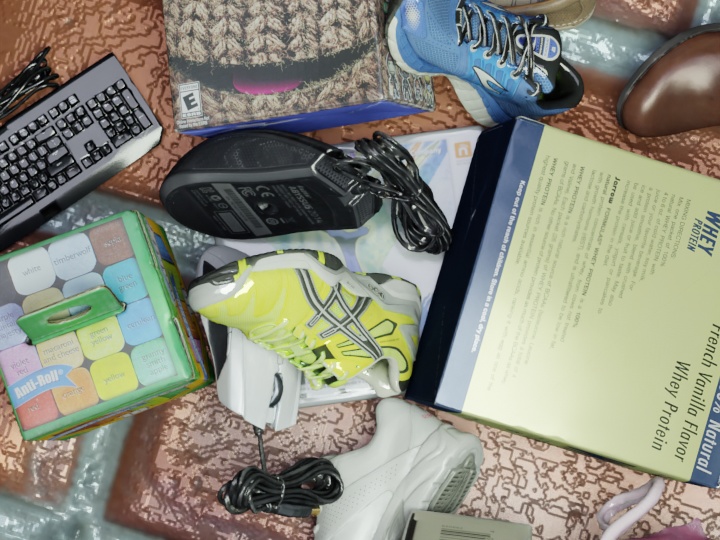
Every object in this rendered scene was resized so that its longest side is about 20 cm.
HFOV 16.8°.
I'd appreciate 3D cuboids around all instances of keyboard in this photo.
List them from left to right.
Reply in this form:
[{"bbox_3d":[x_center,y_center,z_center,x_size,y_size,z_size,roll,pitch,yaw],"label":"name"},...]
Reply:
[{"bbox_3d":[-0.247,-0.082,1.723,0.200,0.040,0.104,-35,86,-2],"label":"keyboard"}]

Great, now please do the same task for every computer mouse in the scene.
[{"bbox_3d":[-0.066,0.069,1.646,0.044,0.110,0.200,-27,66,36],"label":"computer mouse"},{"bbox_3d":[-0.040,-0.062,1.660,0.200,0.139,0.053,-1,61,22],"label":"computer mouse"}]

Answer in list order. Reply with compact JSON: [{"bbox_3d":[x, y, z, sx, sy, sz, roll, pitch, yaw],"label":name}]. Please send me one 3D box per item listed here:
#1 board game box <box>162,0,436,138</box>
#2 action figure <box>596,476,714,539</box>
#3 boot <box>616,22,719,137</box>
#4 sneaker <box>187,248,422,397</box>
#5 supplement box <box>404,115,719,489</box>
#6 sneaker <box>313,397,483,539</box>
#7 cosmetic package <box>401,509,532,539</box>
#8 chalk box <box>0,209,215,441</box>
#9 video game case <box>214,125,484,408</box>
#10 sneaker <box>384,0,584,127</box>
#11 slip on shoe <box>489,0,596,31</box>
[{"bbox_3d":[-0.047,-0.199,1.673,0.159,0.097,0.200,-8,85,22],"label":"board game box"},{"bbox_3d":[0.152,0.204,1.522,0.200,0.134,0.149,-7,68,-37],"label":"action figure"},{"bbox_3d":[0.290,-0.090,1.642,0.188,0.069,0.200,-16,43,-8],"label":"boot"},{"bbox_3d":[-0.029,0.036,1.615,0.075,0.200,0.077,-22,66,43],"label":"sneaker"},{"bbox_3d":[0.159,0.023,1.641,0.199,0.134,0.200,16,87,-7],"label":"supplement box"},{"bbox_3d":[-0.001,0.177,1.690,0.099,0.078,0.200,37,95,28],"label":"sneaker"},{"bbox_3d":[0.059,0.273,1.621,0.087,0.103,0.200,7,111,4],"label":"cosmetic package"},{"bbox_3d":[-0.181,0.039,1.632,0.125,0.200,0.124,-20,87,2],"label":"chalk box"},{"bbox_3d":[0.000,0.000,1.718,0.200,0.022,0.183,-7,86,2],"label":"video game case"},{"bbox_3d":[0.088,-0.157,1.636,0.089,0.200,0.079,-1,72,34],"label":"sneaker"},{"bbox_3d":[0.067,-0.202,1.709,0.200,0.061,0.076,7,86,4],"label":"slip on shoe"}]
